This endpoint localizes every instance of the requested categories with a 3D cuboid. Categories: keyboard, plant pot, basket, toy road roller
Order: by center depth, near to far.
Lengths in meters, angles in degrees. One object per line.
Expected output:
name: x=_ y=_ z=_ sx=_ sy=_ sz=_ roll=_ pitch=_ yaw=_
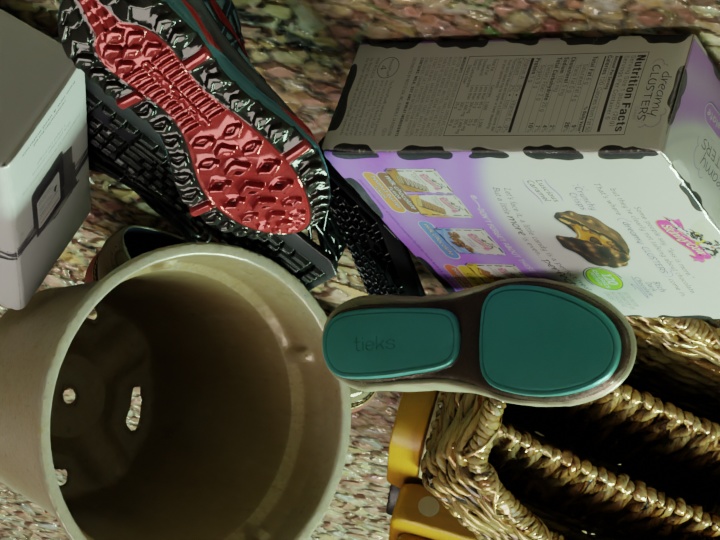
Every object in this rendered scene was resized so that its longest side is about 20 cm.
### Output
keyboard: x=0.000 y=0.000 z=1.549 sx=0.104 sy=0.040 sz=0.200 roll=50 pitch=171 yaw=31
keyboard: x=-0.110 y=-0.049 z=1.555 sx=0.200 sy=0.021 sz=0.127 roll=38 pitch=162 yaw=-10
plant pot: x=-0.137 y=0.081 z=1.588 sx=0.200 sy=0.201 sz=0.183 roll=33 pitch=165 yaw=-29
basket: x=0.153 y=0.108 z=1.605 sx=0.199 sy=0.143 sz=0.149 roll=26 pitch=155 yaw=-17
toy road roller: x=0.071 y=0.171 z=1.790 sx=0.122 sy=0.147 sz=0.200 roll=15 pitch=156 yaw=6

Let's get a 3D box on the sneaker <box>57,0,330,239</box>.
sneaker: x=-0.073 y=-0.103 z=1.384 sx=0.079 sy=0.096 sz=0.200 roll=-19 pitch=130 yaw=23

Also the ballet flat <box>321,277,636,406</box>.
ballet flat: x=0.072 y=0.039 z=1.458 sx=0.199 sy=0.070 sz=0.069 roll=4 pitch=152 yaw=35

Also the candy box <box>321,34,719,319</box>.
candy box: x=0.110 y=-0.046 z=1.400 sx=0.199 sy=0.072 sz=0.168 roll=1 pitch=151 yaw=34

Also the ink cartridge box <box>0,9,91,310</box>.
ink cartridge box: x=-0.233 y=-0.078 z=1.525 sx=0.145 sy=0.084 sz=0.200 roll=29 pitch=158 yaw=8

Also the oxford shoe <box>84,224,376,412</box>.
oxford shoe: x=-0.075 y=0.032 z=1.693 sx=0.199 sy=0.071 sz=0.075 roll=22 pitch=153 yaw=-8
